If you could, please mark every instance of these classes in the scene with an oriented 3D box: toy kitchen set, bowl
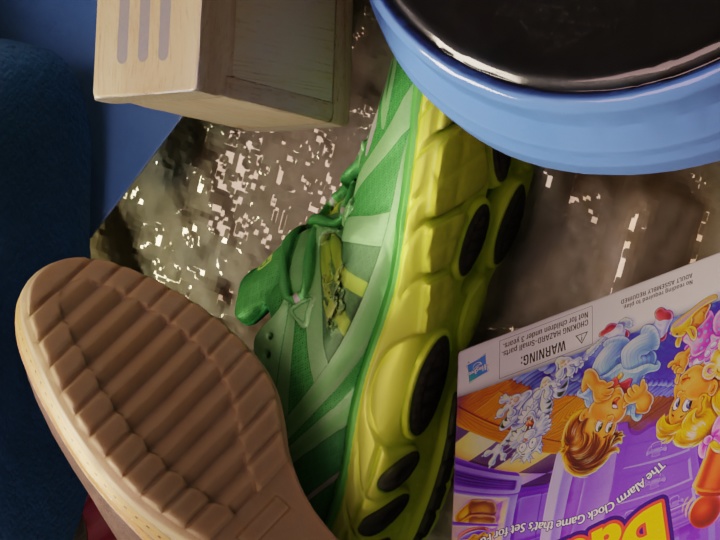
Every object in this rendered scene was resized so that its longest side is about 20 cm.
[{"bbox_3d":[-0.126,-0.141,0.865,0.199,0.163,0.182,-2,84,35],"label":"toy kitchen set"},{"bbox_3d":[0.084,-0.128,0.809,0.200,0.039,0.202,-11,65,24],"label":"bowl"}]

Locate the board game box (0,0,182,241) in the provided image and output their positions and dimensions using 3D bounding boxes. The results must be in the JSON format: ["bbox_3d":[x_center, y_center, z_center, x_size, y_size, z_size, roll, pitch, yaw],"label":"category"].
[{"bbox_3d":[-0.092,-0.106,0.965,0.200,0.039,0.158,-51,60,20],"label":"board game box"}]

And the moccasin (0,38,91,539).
[{"bbox_3d":[-0.129,0.025,0.925,0.068,0.080,0.201,-1,78,40],"label":"moccasin"}]

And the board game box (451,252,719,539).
[{"bbox_3d":[0.119,0.058,0.793,0.199,0.045,0.135,-22,47,30],"label":"board game box"}]

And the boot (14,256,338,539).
[{"bbox_3d":[-0.060,0.109,0.892,0.200,0.072,0.167,49,142,11],"label":"boot"}]

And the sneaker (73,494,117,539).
[{"bbox_3d":[-0.161,0.072,1.003,0.200,0.079,0.096,48,136,23],"label":"sneaker"}]

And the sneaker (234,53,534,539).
[{"bbox_3d":[0.000,0.000,0.887,0.083,0.074,0.201,21,103,26],"label":"sneaker"}]
